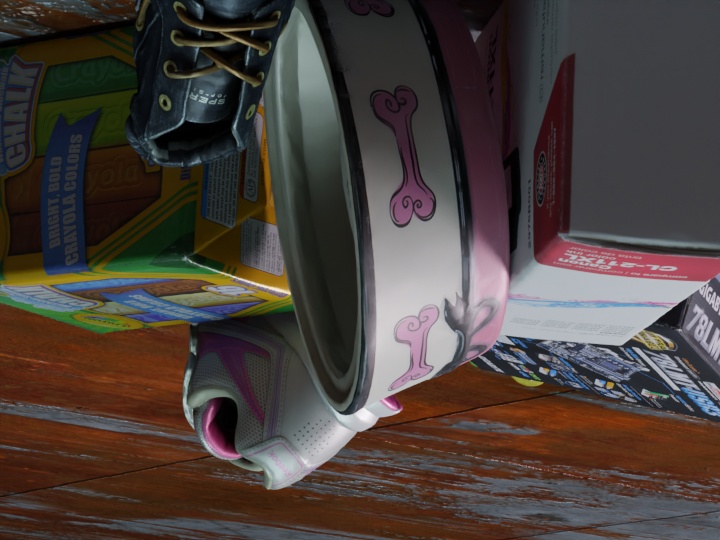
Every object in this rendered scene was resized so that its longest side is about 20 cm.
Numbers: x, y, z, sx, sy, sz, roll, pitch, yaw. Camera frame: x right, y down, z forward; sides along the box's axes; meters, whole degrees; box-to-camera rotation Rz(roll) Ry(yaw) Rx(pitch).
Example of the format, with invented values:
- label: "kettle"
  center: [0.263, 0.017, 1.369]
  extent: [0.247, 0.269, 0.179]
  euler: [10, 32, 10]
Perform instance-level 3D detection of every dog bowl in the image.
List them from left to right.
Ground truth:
- label: "dog bowl"
  center: [0.011, -0.040, 1.290]
  extent: [0.073, 0.201, 0.200]
  euler: [-8, 169, -12]

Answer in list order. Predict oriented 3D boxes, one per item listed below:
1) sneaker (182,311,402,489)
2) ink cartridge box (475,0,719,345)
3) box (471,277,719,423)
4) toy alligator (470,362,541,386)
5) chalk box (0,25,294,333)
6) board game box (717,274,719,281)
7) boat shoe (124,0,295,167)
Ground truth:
- label: "sneaker"
  center: [-0.060, 0.050, 1.490]
  extent: [0.081, 0.088, 0.200]
  euler: [51, 173, -25]
- label: "ink cartridge box"
  center: [0.105, -0.057, 1.267]
  extent: [0.082, 0.147, 0.200]
  euler: [4, 167, -9]
- label: "box"
  center: [0.126, 0.028, 1.639]
  extent: [0.197, 0.050, 0.200]
  euler: [10, 166, 28]
- label: "toy alligator"
  center: [0.157, 0.036, 1.886]
  extent: [0.199, 0.059, 0.054]
  euler: [-3, 125, 27]
- label: "chalk box"
  center: [-0.123, -0.042, 1.441]
  extent: [0.199, 0.126, 0.124]
  euler: [-7, 164, 34]
- label: "board game box"
  center: [0.144, -0.008, 1.721]
  extent: [0.150, 0.037, 0.200]
  euler: [4, 166, 2]
- label: "boat shoe"
  center: [-0.057, -0.106, 1.220]
  extent: [0.070, 0.092, 0.200]
  euler: [6, 167, -11]
